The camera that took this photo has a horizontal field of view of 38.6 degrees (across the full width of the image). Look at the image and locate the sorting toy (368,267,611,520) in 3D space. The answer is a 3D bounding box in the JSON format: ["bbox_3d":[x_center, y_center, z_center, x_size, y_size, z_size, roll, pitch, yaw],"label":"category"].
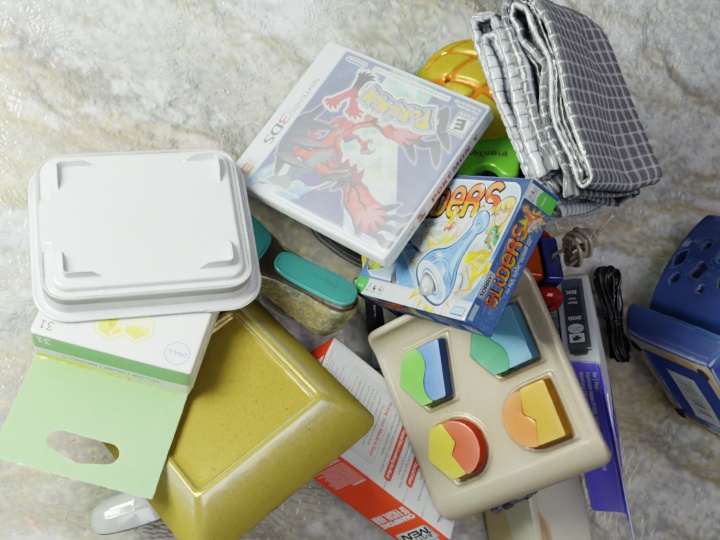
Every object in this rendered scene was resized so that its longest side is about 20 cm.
[{"bbox_3d":[0.111,0.117,0.957,0.036,0.185,0.201,-10,73,-60],"label":"sorting toy"}]

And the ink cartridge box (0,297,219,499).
[{"bbox_3d":[-0.216,0.081,0.890,0.145,0.048,0.201,15,53,-1],"label":"ink cartridge box"}]

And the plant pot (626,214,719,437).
[{"bbox_3d":[0.424,0.079,1.126,0.180,0.200,0.200,-41,113,-9],"label":"plant pot"}]

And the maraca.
[{"bbox_3d":[0.119,-0.160,1.037,0.136,0.107,0.201,-3,48,2],"label":"maraca"}]

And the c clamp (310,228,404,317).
[{"bbox_3d":[0.033,-0.066,1.073,0.171,0.027,0.200,32,80,-13],"label":"c clamp"}]

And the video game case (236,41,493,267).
[{"bbox_3d":[-0.003,-0.118,0.986,0.183,0.200,0.023,-55,152,-13],"label":"video game case"}]

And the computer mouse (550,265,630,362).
[{"bbox_3d":[0.212,0.052,1.129,0.199,0.044,0.110,-3,91,-22],"label":"computer mouse"}]

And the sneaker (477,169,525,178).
[{"bbox_3d":[0.200,-0.102,1.084,0.200,0.121,0.084,-37,102,-19],"label":"sneaker"}]

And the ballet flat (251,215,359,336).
[{"bbox_3d":[-0.096,-0.001,0.994,0.200,0.071,0.071,33,77,0],"label":"ballet flat"}]

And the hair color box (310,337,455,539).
[{"bbox_3d":[0.013,0.174,1.016,0.200,0.064,0.111,40,45,-15],"label":"hair color box"}]

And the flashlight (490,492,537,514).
[{"bbox_3d":[0.108,0.144,1.035,0.068,0.068,0.201,-3,62,-52],"label":"flashlight"}]

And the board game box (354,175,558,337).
[{"bbox_3d":[0.079,-0.021,0.937,0.034,0.200,0.136,31,80,-27],"label":"board game box"}]

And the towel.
[{"bbox_3d":[0.194,-0.150,0.951,0.165,0.085,0.201,-6,76,-58],"label":"towel"}]

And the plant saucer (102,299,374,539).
[{"bbox_3d":[-0.123,0.124,0.924,0.200,0.200,0.049,-37,146,-19],"label":"plant saucer"}]

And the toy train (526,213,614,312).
[{"bbox_3d":[0.138,-0.008,0.980,0.115,0.200,0.085,10,52,-20],"label":"toy train"}]

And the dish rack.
[{"bbox_3d":[-0.194,-0.042,0.920,0.199,0.044,0.172,-5,61,-14],"label":"dish rack"}]

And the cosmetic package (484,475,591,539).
[{"bbox_3d":[0.172,0.191,1.080,0.071,0.105,0.201,-11,92,-23],"label":"cosmetic package"}]

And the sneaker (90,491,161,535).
[{"bbox_3d":[-0.170,0.174,0.966,0.200,0.073,0.085,-24,96,-32],"label":"sneaker"}]

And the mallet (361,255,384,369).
[{"bbox_3d":[0.000,0.000,1.030,0.066,0.041,0.201,0,92,-19],"label":"mallet"}]

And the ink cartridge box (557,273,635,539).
[{"bbox_3d":[0.234,0.138,1.035,0.043,0.200,0.199,-11,120,12],"label":"ink cartridge box"}]
